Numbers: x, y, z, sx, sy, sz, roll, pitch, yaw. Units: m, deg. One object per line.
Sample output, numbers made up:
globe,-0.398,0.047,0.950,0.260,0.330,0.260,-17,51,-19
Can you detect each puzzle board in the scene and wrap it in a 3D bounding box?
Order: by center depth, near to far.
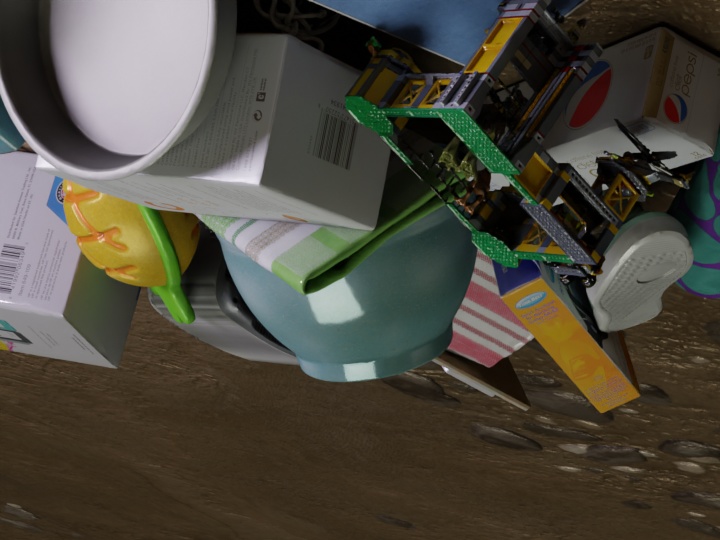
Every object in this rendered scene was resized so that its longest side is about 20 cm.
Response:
puzzle board,0.053,0.036,1.696,0.200,0.151,0.017,28,116,-37

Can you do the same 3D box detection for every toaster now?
toaster,-0.099,0.014,1.762,0.200,0.114,0.129,28,159,-39

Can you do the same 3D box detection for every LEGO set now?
LEGO set,0.101,-0.096,1.226,0.200,0.116,0.154,42,161,-20

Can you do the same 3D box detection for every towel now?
towel,-0.028,-0.055,1.365,0.200,0.149,0.031,36,157,53
towel,0.117,-0.003,1.582,0.146,0.030,0.200,27,128,-36

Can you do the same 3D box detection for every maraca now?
maraca,-0.184,-0.037,1.644,0.137,0.107,0.201,51,164,42

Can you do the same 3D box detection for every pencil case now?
pencil case,0.268,-0.046,1.372,0.092,0.085,0.200,22,162,2

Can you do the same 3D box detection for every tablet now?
tablet,0.042,-0.181,1.179,0.199,0.014,0.130,19,143,-34

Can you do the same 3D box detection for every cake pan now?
cake pan,-0.152,-0.156,1.222,0.199,0.202,0.037,-2,-178,38

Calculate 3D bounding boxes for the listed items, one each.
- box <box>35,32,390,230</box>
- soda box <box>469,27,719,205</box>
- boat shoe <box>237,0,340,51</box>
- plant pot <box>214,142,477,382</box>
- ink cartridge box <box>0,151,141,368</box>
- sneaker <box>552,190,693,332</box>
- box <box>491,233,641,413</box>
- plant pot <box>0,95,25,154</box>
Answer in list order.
box,-0.094,-0.092,1.292,0.199,0.098,0.124,6,172,37
soda box,0.156,-0.098,1.329,0.063,0.068,0.200,24,159,-26
boat shoe,-0.043,-0.176,1.251,0.073,0.068,0.199,29,156,-38
plant pot,0.000,0.000,1.460,0.199,0.135,0.200,-11,-162,4
ink cartridge box,-0.311,-0.016,1.775,0.199,0.147,0.146,9,161,17
sneaker,0.178,-0.034,1.405,0.073,0.119,0.200,-17,166,-4
box,0.142,0.008,1.487,0.041,0.119,0.200,-28,135,18
plant pot,-0.315,-0.186,1.322,0.141,0.142,0.200,-5,146,43
